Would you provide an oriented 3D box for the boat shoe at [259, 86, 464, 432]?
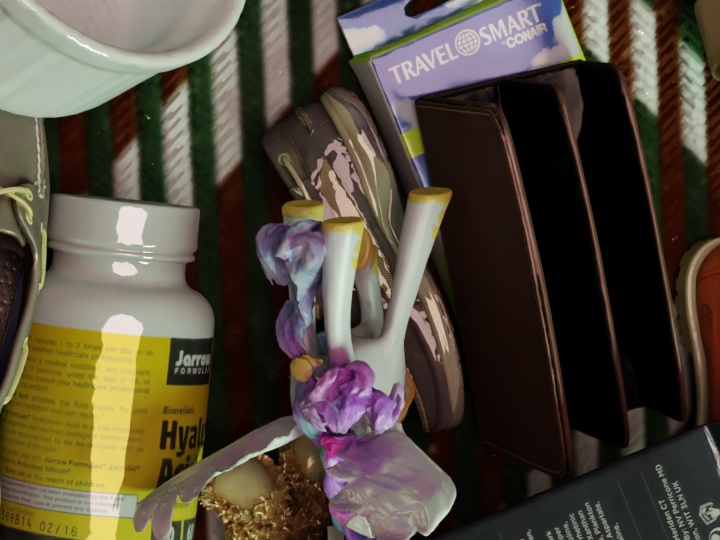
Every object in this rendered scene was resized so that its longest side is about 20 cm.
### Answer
[{"bbox_3d":[0.000,0.000,1.615,0.073,0.074,0.201,-21,92,-1],"label":"boat shoe"}]

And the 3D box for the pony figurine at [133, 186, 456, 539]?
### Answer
[{"bbox_3d":[-0.011,0.067,1.504,0.166,0.193,0.201,6,102,27],"label":"pony figurine"}]

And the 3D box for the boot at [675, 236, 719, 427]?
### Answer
[{"bbox_3d":[0.238,0.079,1.651,0.075,0.107,0.201,-15,94,-19],"label":"boot"}]

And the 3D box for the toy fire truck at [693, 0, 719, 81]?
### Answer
[{"bbox_3d":[0.308,-0.166,1.650,0.199,0.176,0.129,15,52,-40],"label":"toy fire truck"}]

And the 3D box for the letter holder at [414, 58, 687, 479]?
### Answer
[{"bbox_3d":[0.113,-0.003,1.553,0.100,0.142,0.201,-14,99,-14],"label":"letter holder"}]

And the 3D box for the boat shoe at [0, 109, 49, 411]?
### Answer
[{"bbox_3d":[-0.194,-0.014,1.496,0.072,0.059,0.201,15,76,-26],"label":"boat shoe"}]

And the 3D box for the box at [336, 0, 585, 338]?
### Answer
[{"bbox_3d":[0.079,-0.073,1.637,0.121,0.048,0.201,-25,100,-12],"label":"box"}]

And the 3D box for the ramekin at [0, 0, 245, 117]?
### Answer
[{"bbox_3d":[-0.162,-0.177,1.497,0.200,0.098,0.201,23,53,-35],"label":"ramekin"}]

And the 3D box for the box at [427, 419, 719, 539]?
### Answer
[{"bbox_3d":[0.139,0.165,1.546,0.199,0.197,0.118,-25,82,17],"label":"box"}]

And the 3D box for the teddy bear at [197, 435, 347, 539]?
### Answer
[{"bbox_3d":[-0.030,0.182,1.612,0.145,0.067,0.201,-40,112,-32],"label":"teddy bear"}]

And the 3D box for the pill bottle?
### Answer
[{"bbox_3d":[-0.136,0.062,1.554,0.111,0.111,0.201,5,93,-15],"label":"pill bottle"}]
